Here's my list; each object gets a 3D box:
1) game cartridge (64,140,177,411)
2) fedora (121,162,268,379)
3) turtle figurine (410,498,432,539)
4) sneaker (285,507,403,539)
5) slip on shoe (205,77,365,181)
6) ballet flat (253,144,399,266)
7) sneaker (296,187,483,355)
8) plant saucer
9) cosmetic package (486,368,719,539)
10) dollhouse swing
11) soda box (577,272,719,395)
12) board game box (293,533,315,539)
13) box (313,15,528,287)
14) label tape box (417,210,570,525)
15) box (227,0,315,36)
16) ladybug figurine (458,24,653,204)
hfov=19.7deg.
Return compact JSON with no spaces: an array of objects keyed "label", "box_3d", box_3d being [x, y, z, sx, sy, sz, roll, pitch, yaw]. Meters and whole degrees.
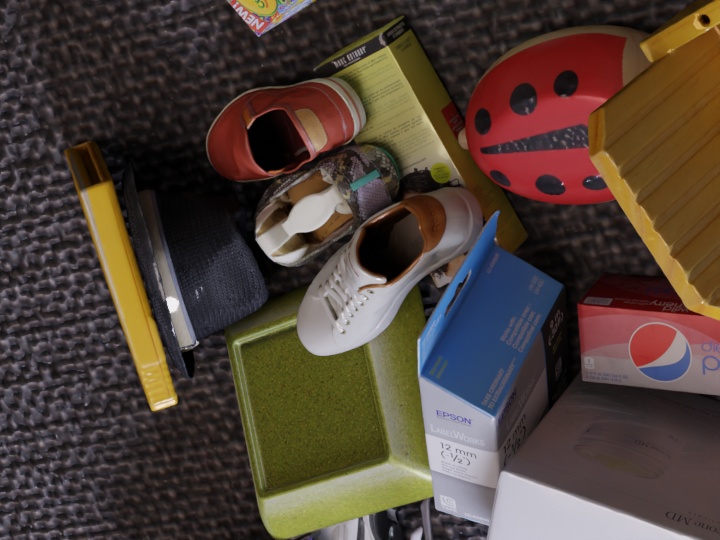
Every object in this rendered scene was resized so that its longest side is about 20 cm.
[{"label":"game cartridge","box_3d":[-0.197,0.003,1.724,0.032,0.176,0.201,-19,108,-7]},{"label":"fedora","box_3d":[-0.129,-0.009,1.689,0.091,0.201,0.201,-16,108,-3]},{"label":"turtle figurine","box_3d":[0.044,0.299,1.662,0.200,0.144,0.194,38,95,-21]},{"label":"sneaker","box_3d":[-0.025,0.193,1.768,0.115,0.076,0.201,12,121,20]},{"label":"slip on shoe","box_3d":[-0.072,-0.105,1.634,0.200,0.061,0.074,-11,111,57]},{"label":"ballet flat","box_3d":[-0.046,-0.043,1.639,0.072,0.072,0.200,53,143,-4]},{"label":"sneaker","box_3d":[0.000,0.000,1.592,0.200,0.085,0.073,-43,68,35]},{"label":"plant saucer","box_3d":[-0.030,0.104,1.694,0.200,0.048,0.200,-20,75,34]},{"label":"cosmetic package","box_3d":[0.221,0.185,1.559,0.199,0.200,0.123,18,121,18]},{"label":"dollhouse swing","box_3d":[0.287,-0.094,1.408,0.182,0.176,0.200,-29,97,35]},{"label":"soda box","box_3d":[0.267,0.051,1.556,0.199,0.063,0.070,5,115,26]},{"label":"board game box","box_3d":[-0.086,0.336,1.799,0.200,0.097,0.160,-33,84,57]},{"label":"box","box_3d":[0.048,-0.091,1.611,0.075,0.050,0.200,-26,99,34]},{"label":"label tape box","box_3d":[0.104,0.077,1.568,0.066,0.143,0.200,16,141,20]},{"label":"box","box_3d":[-0.055,-0.318,1.514,0.200,0.122,0.193,49,126,-1]},{"label":"ladybug figurine","box_3d":[0.158,-0.108,1.531,0.200,0.072,0.136,-12,107,32]}]
